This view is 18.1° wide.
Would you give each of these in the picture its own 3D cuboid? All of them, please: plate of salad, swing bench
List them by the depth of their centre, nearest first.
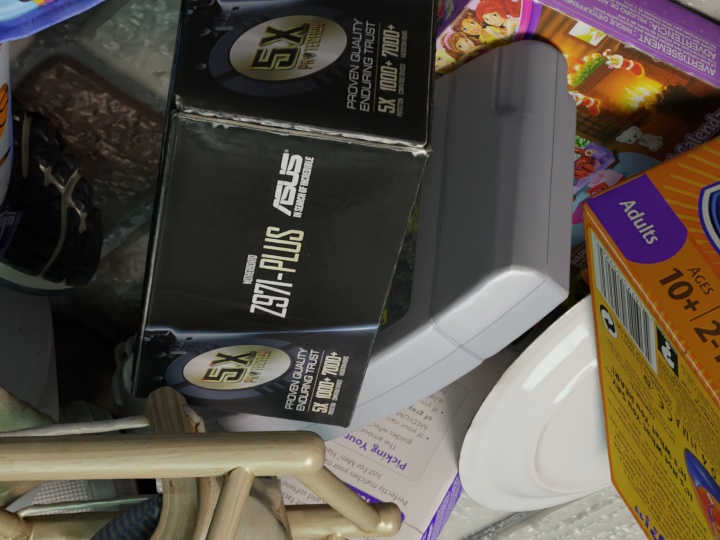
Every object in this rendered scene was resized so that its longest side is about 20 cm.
[{"bbox_3d":[-0.107,0.110,0.847,0.199,0.131,0.199,15,169,12],"label":"swing bench"},{"bbox_3d":[0.126,0.038,1.032,0.199,0.048,0.201,-26,150,-16],"label":"plate of salad"}]

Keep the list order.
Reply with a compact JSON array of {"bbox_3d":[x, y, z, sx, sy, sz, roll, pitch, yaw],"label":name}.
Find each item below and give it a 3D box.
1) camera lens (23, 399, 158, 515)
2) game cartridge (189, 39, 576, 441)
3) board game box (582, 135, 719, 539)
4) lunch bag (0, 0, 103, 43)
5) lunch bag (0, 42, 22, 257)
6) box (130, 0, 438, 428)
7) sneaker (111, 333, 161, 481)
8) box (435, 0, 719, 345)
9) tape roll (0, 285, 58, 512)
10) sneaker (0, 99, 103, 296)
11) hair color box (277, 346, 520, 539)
[{"bbox_3d":[-0.193,0.155,1.082,0.199,0.161,0.160,-10,145,-14],"label":"camera lens"},{"bbox_3d":[0.000,0.000,0.910,0.199,0.134,0.041,-26,137,36],"label":"game cartridge"},{"bbox_3d":[0.227,0.060,0.908,0.199,0.200,0.200,-24,142,-9],"label":"board game box"},{"bbox_3d":[-0.054,-0.172,0.747,0.199,0.151,0.094,-10,139,20],"label":"lunch bag"},{"bbox_3d":[-0.181,-0.043,0.834,0.075,0.161,0.201,9,138,6],"label":"lunch bag"},{"bbox_3d":[-0.026,-0.074,0.828,0.085,0.201,0.164,8,143,-5],"label":"box"},{"bbox_3d":[-0.088,0.052,1.102,0.070,0.073,0.201,7,140,2],"label":"sneaker"},{"bbox_3d":[0.063,-0.052,0.974,0.136,0.039,0.200,23,139,-19],"label":"box"},{"bbox_3d":[-0.236,0.050,1.017,0.199,0.201,0.066,7,141,-1],"label":"tape roll"},{"bbox_3d":[-0.209,-0.043,1.007,0.199,0.078,0.086,29,143,-12],"label":"sneaker"},{"bbox_3d":[-0.018,0.102,1.030,0.109,0.200,0.065,26,144,10],"label":"hair color box"}]
